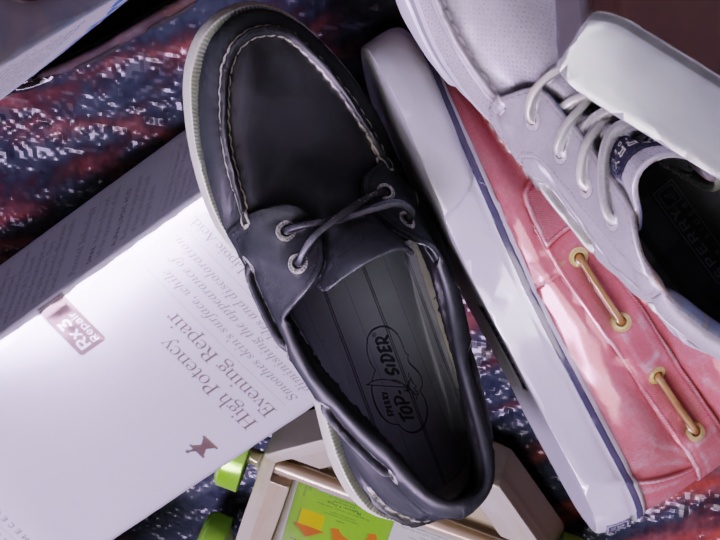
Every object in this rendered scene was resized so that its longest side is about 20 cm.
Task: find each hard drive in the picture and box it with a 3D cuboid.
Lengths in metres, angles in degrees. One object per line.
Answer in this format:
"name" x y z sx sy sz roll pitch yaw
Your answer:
"hard drive" 0.118 -0.065 0.865 0.132 0.200 0.026 31 109 -9

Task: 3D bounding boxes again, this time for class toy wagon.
"toy wagon" 0.005 0.134 1.206 0.155 0.040 0.200 21 136 2

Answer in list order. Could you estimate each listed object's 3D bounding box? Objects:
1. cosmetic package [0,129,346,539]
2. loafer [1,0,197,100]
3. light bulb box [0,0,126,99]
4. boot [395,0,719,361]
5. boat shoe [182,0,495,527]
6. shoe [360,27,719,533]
"cosmetic package" -0.088 0.030 1.089 0.200 0.074 0.102 -36 113 23
"loafer" -0.120 -0.100 1.015 0.199 0.063 0.072 -19 123 34
"light bulb box" -0.205 -0.115 0.903 0.125 0.200 0.199 -31 96 39
"boot" 0.086 -0.050 0.934 0.074 0.096 0.200 -42 101 1
"boat shoe" -0.002 0.001 0.989 0.066 0.074 0.200 19 128 67
"shoe" 0.080 -0.011 1.025 0.091 0.071 0.201 -28 98 -5
